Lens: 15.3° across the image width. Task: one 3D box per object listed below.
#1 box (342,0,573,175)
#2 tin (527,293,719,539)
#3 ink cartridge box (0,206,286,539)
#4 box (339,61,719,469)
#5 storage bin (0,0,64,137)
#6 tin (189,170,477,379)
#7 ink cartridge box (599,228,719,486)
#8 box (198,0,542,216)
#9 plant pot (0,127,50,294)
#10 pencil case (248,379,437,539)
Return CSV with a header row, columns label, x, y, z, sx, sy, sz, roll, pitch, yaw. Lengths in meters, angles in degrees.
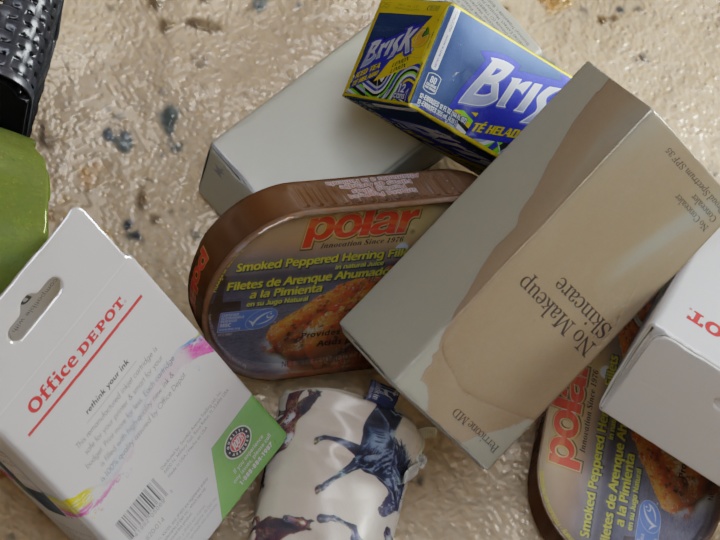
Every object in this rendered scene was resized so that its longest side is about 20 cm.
label,x,y,z,sx,sy,sz,roll,pitch,yaw
box,0.090,-0.083,1.512,0.199,0.070,0.065,27,82,-35
tin,0.157,0.082,1.537,0.111,0.042,0.201,16,66,-9
ink cartridge box,-0.141,0.063,1.398,0.117,0.067,0.200,-51,128,-17
box,0.095,-0.003,1.442,0.200,0.078,0.095,-48,124,2
storage bin,-0.270,-0.139,1.482,0.198,0.135,0.094,14,66,-6
tin,0.000,0.000,1.480,0.199,0.113,0.042,-5,41,-26
ink cartridge box,0.240,0.031,1.496,0.144,0.084,0.200,32,47,3
box,0.006,-0.087,1.556,0.200,0.068,0.082,-37,79,-21
plant pot,-0.270,-0.025,1.426,0.189,0.200,0.202,7,67,-21
pencil case,-0.019,0.161,1.447,0.089,0.078,0.201,7,66,12
